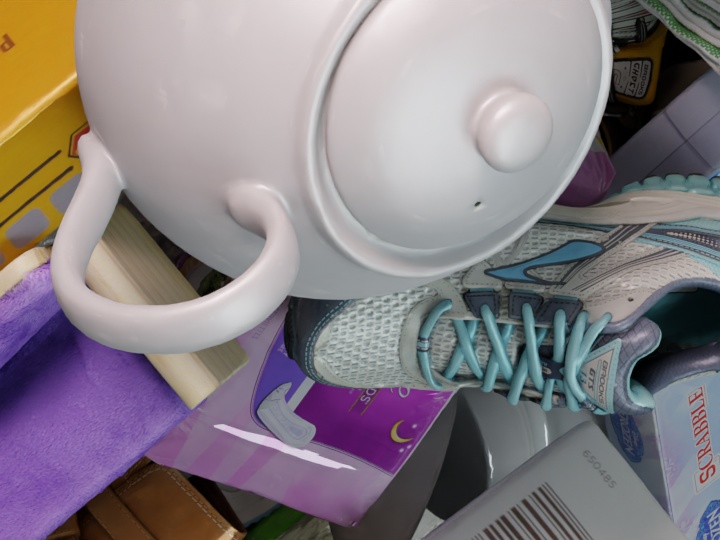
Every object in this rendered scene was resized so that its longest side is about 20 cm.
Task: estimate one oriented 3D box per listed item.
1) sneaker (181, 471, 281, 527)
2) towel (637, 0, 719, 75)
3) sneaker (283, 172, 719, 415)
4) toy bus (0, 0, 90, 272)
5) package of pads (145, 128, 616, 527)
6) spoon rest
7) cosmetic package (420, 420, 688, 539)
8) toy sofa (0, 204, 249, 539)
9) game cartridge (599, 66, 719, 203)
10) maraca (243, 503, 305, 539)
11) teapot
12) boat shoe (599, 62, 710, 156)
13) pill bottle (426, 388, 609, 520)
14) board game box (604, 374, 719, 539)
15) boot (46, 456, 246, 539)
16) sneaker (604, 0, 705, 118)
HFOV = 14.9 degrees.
[{"bbox_3d":[-0.034,0.039,1.211,0.200,0.076,0.081,-39,141,-14],"label":"sneaker"},{"bbox_3d":[0.174,-0.138,1.134,0.199,0.149,0.031,-13,137,-41],"label":"towel"},{"bbox_3d":[0.071,0.015,1.027,0.199,0.087,0.078,-10,130,-13],"label":"sneaker"},{"bbox_3d":[-0.138,-0.045,0.979,0.200,0.065,0.078,-39,150,-3],"label":"toy bus"},{"bbox_3d":[0.000,0.000,1.097,0.120,0.076,0.200,21,118,-28],"label":"package of pads"},{"bbox_3d":[0.001,0.118,1.290,0.060,0.100,0.200,25,146,-13],"label":"spoon rest"},{"bbox_3d":[0.060,0.202,1.199,0.164,0.165,0.200,-34,170,-27],"label":"cosmetic package"},{"bbox_3d":[-0.146,0.071,1.041,0.200,0.083,0.098,-40,179,18],"label":"toy sofa"},{"bbox_3d":[0.126,-0.037,1.174,0.133,0.041,0.200,-26,165,-51],"label":"game cartridge"},{"bbox_3d":[-0.086,0.149,1.248,0.200,0.107,0.137,-46,-164,-15],"label":"maraca"},{"bbox_3d":[0.008,-0.066,0.906,0.197,0.146,0.201,10,108,-38],"label":"teapot"},{"bbox_3d":[0.095,-0.069,1.213,0.199,0.068,0.072,-21,144,-32],"label":"boat shoe"},{"bbox_3d":[0.113,0.050,1.345,0.199,0.113,0.113,-21,145,-32],"label":"pill bottle"},{"bbox_3d":[0.199,0.031,1.288,0.199,0.041,0.201,-37,141,-19],"label":"board game box"},{"bbox_3d":[-0.105,0.156,1.147,0.155,0.201,0.077,-36,162,7],"label":"boot"},{"bbox_3d":[0.084,-0.104,1.139,0.199,0.082,0.078,-19,144,-27],"label":"sneaker"}]
